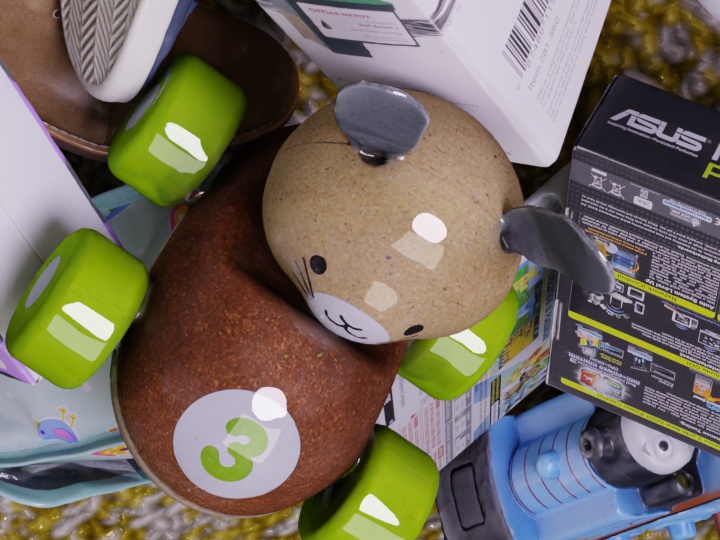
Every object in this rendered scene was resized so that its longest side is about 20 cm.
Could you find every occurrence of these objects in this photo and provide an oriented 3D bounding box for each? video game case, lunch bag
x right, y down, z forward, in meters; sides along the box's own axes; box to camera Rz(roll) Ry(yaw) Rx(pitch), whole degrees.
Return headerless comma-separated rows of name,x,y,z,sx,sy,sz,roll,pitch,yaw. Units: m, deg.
video game case,0.052,0.034,1.013,0.182,0.022,0.200,-40,162,-12
lunch bag,-0.100,0.032,0.988,0.199,0.123,0.170,-22,173,24

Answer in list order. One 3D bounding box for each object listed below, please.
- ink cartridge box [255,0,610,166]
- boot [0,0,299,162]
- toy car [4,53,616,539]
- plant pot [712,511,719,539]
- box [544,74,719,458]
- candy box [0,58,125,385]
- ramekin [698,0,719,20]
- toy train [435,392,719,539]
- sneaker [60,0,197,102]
ink cartridge box,0.023,-0.146,0.782,0.084,0.147,0.200,12,164,29
boot,-0.112,-0.095,0.902,0.199,0.074,0.076,10,149,-18
toy car,0.000,0.000,0.788,0.164,0.158,0.200,34,154,-16
plant pot,0.298,0.085,1.116,0.194,0.202,0.201,-5,140,-18
box,0.174,0.022,0.894,0.199,0.044,0.161,23,147,17
candy box,-0.212,-0.053,0.863,0.199,0.072,0.168,16,151,33
ramekin,0.184,-0.162,0.805,0.094,0.203,0.203,15,135,-10
toy train,0.122,0.094,1.116,0.114,0.087,0.200,-6,167,-33
sneaker,-0.046,-0.150,0.835,0.084,0.075,0.201,1,124,-38
